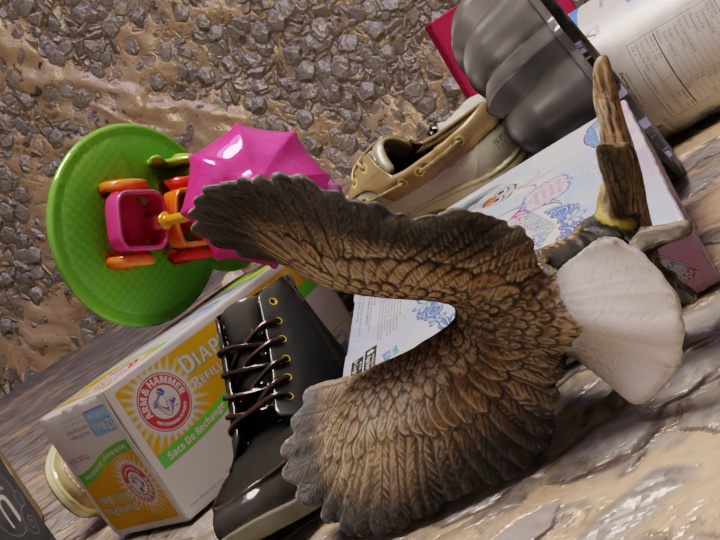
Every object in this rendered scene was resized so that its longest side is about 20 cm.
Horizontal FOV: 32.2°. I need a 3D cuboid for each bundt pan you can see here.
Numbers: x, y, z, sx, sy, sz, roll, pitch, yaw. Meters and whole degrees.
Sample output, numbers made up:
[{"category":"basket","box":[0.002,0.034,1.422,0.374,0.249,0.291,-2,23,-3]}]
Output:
[{"category":"bundt pan","box":[0.135,-0.124,0.871,0.076,0.202,0.202,-40,5,17]}]

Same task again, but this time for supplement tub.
[{"category":"supplement tub","box":[0.264,-0.189,0.985,0.200,0.132,0.132,-30,7,28]}]

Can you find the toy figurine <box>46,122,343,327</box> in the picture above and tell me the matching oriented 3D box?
[{"category":"toy figurine","box":[-0.085,-0.042,0.873,0.184,0.151,0.200,-6,-1,45]}]

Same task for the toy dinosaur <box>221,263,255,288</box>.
[{"category":"toy dinosaur","box":[-0.084,0.030,1.218,0.199,0.136,0.086,-12,22,6]}]

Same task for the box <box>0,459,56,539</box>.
[{"category":"box","box":[-0.326,0.227,0.866,0.200,0.106,0.122,-32,7,4]}]

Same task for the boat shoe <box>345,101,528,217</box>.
[{"category":"boat shoe","box":[0.032,-0.071,0.936,0.200,0.066,0.074,-22,21,32]}]

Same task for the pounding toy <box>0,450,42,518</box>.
[{"category":"pounding toy","box":[-0.397,0.218,1.101,0.184,0.142,0.200,-34,7,-14]}]

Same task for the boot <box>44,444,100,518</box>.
[{"category":"boot","box":[-0.154,0.111,1.001,0.155,0.072,0.200,-36,1,23]}]

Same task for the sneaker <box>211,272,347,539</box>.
[{"category":"sneaker","box":[-0.057,0.075,0.697,0.075,0.106,0.200,-31,7,17]}]

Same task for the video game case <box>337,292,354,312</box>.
[{"category":"video game case","box":[0.000,0.000,1.089,0.182,0.024,0.200,-37,-10,-26]}]

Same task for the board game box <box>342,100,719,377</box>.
[{"category":"board game box","box":[0.086,-0.001,0.703,0.199,0.043,0.200,-32,18,16]}]

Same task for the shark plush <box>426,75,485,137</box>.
[{"category":"shark plush","box":[0.142,-0.104,1.050,0.200,0.084,0.091,4,-35,-38]}]

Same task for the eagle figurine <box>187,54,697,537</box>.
[{"category":"eagle figurine","box":[0.038,0.019,0.544,0.199,0.152,0.151,-17,-30,-1]}]

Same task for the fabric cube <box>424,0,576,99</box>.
[{"category":"fabric cube","box":[0.231,-0.336,1.880,0.200,0.200,0.196,-32,8,6]}]

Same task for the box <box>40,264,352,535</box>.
[{"category":"box","box":[-0.104,0.083,0.879,0.200,0.102,0.112,-38,8,-37]}]
